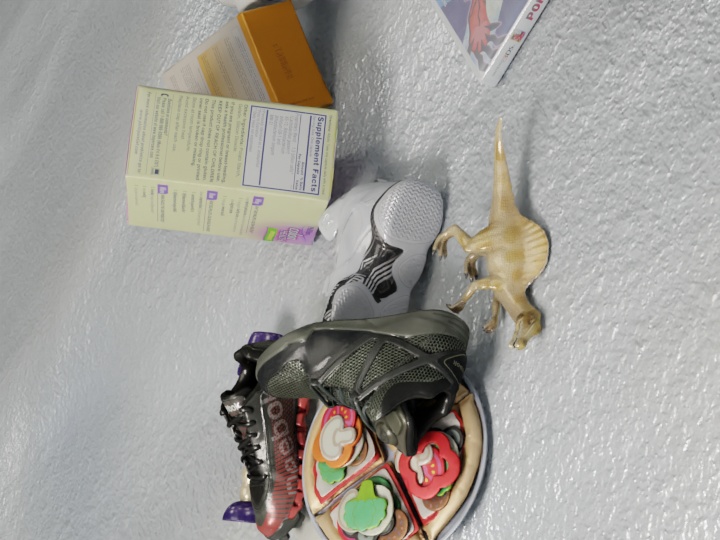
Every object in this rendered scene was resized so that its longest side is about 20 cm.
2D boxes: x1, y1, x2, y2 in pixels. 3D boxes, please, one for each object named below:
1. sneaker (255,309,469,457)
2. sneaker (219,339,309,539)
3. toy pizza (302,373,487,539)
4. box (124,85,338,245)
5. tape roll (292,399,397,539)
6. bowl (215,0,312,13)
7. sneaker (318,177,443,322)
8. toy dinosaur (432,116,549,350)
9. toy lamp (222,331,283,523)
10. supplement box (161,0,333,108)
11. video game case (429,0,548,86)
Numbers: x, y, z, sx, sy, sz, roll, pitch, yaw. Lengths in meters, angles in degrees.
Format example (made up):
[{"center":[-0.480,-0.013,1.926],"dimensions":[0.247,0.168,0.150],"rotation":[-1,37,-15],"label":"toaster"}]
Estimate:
[{"center":[-0.005,0.103,1.312],"dimensions":[0.199,0.076,0.114],"rotation":[-8,53,20],"label":"sneaker"},{"center":[-0.093,0.158,1.466],"dimensions":[0.071,0.098,0.201],"rotation":[-15,68,56],"label":"sneaker"},{"center":[0.022,0.162,1.342],"dimensions":[0.200,0.032,0.200],"rotation":[-15,63,33],"label":"toy pizza"},{"center":[-0.133,-0.102,1.544],"dimensions":[0.176,0.200,0.097],"rotation":[117,159,-74],"label":"box"},{"center":[-0.010,0.179,1.452],"dimensions":[0.203,0.037,0.203],"rotation":[-30,54,52],"label":"tape roll"},{"center":[-0.101,-0.334,1.665],"dimensions":[0.201,0.201,0.094],"rotation":[-23,80,54],"label":"bowl"},{"center":[0.000,0.000,1.451],"dimensions":[0.200,0.075,0.115],"rotation":[-64,28,-2],"label":"sneaker"},{"center":[0.119,-0.021,1.310],"dimensions":[0.101,0.058,0.200],"rotation":[-19,70,39],"label":"toy dinosaur"},{"center":[-0.108,0.165,1.602],"dimensions":[0.058,0.058,0.200],"rotation":[-11,73,58],"label":"toy lamp"},{"center":[-0.129,-0.204,1.707],"dimensions":[0.200,0.074,0.126],"rotation":[-23,90,54],"label":"supplement box"},{"center":[0.127,-0.298,1.407],"dimensions":[0.182,0.023,0.200],"rotation":[-59,36,29],"label":"video game case"}]
